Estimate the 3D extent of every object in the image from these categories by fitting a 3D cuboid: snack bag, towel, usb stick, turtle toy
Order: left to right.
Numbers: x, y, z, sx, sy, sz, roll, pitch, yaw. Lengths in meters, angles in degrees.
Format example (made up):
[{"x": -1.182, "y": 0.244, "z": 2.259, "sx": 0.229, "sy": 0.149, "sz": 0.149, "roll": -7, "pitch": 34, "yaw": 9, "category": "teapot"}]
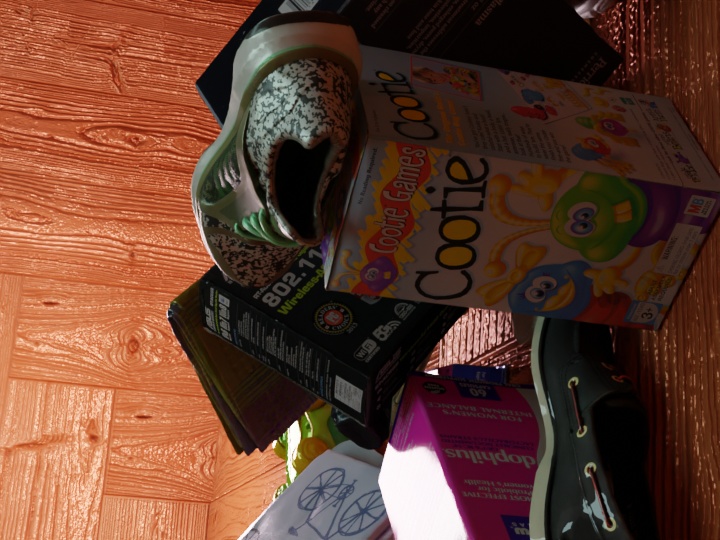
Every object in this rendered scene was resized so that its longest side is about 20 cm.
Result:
[{"x": -0.059, "y": 0.035, "z": 0.912, "sx": 0.023, "sy": 0.200, "sz": 0.144, "roll": -4, "pitch": 121, "yaw": 47, "category": "towel"}, {"x": -0.052, "y": 0.228, "z": 0.906, "sx": 0.200, "sy": 0.021, "sz": 0.188, "roll": -43, "pitch": 17, "yaw": -19, "category": "snack bag"}, {"x": -0.038, "y": 0.183, "z": 1.273, "sx": 0.146, "sy": 0.101, "sz": 0.200, "roll": 114, "pitch": 160, "yaw": -50, "category": "turtle toy"}, {"x": 0.008, "y": 0.046, "z": 0.885, "sx": 0.033, "sy": 0.055, "sz": 0.200, "roll": -23, "pitch": 40, "yaw": 28, "category": "usb stick"}]

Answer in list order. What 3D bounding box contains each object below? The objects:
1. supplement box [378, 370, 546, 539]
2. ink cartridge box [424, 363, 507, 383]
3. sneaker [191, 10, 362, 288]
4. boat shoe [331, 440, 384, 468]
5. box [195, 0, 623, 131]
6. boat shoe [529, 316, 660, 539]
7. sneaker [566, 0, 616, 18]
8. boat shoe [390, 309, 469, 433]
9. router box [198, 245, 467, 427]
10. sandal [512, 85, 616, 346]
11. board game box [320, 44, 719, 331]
[{"x": 0.085, "y": 0.161, "z": 0.748, "sx": 0.200, "sy": 0.101, "sz": 0.104, "roll": -110, "pitch": 30, "yaw": -62, "category": "supplement box"}, {"x": 0.074, "y": 0.132, "z": 0.972, "sx": 0.200, "sy": 0.037, "sz": 0.095, "roll": 152, "pitch": 126, "yaw": -72, "category": "ink cartridge box"}, {"x": -0.046, "y": -0.040, "z": 0.609, "sx": 0.200, "sy": 0.077, "sz": 0.089, "roll": 109, "pitch": 155, "yaw": -51, "category": "sneaker"}, {"x": 0.044, "y": 0.215, "z": 0.977, "sx": 0.071, "sy": 0.091, "sz": 0.200, "roll": -46, "pitch": 30, "yaw": -9, "category": "boat shoe"}, {"x": 0.030, "y": -0.129, "z": 0.738, "sx": 0.200, "sy": 0.182, "sz": 0.104, "roll": -48, "pitch": 34, "yaw": 9, "category": "box"}, {"x": 0.138, "y": 0.089, "z": 0.657, "sx": 0.063, "sy": 0.074, "sz": 0.202, "roll": -26, "pitch": 36, "yaw": 31, "category": "boat shoe"}, {"x": 0.139, "y": -0.216, "z": 0.745, "sx": 0.200, "sy": 0.092, "sz": 0.076, "roll": -166, "pitch": 84, "yaw": -77, "category": "sneaker"}, {"x": 0.061, "y": 0.044, "z": 0.956, "sx": 0.201, "sy": 0.063, "sz": 0.073, "roll": -54, "pitch": -10, "yaw": 8, "category": "boat shoe"}, {"x": 0.000, "y": 0.000, "z": 0.850, "sx": 0.200, "sy": 0.150, "sz": 0.062, "roll": -46, "pitch": -27, "yaw": -35, "category": "router box"}, {"x": 0.114, "y": -0.040, "z": 0.804, "sx": 0.078, "sy": 0.069, "sz": 0.212, "roll": -99, "pitch": 20, "yaw": -51, "category": "sandal"}, {"x": 0.083, "y": -0.046, "z": 0.650, "sx": 0.105, "sy": 0.200, "sz": 0.103, "roll": -99, "pitch": 21, "yaw": -52, "category": "board game box"}]
